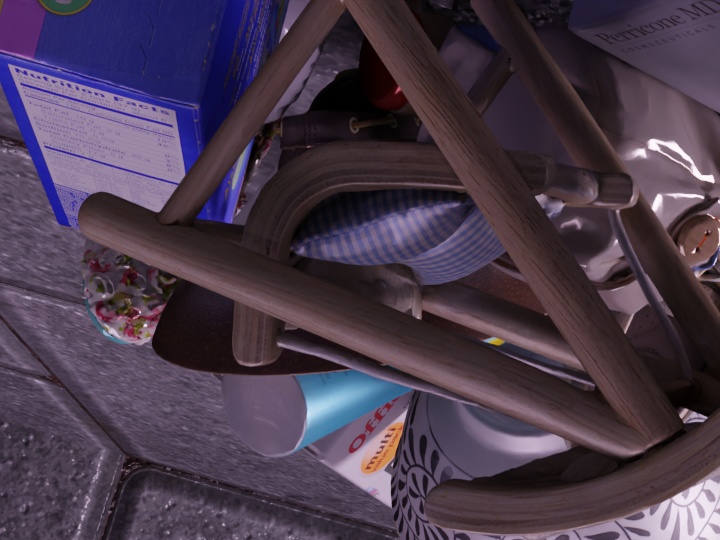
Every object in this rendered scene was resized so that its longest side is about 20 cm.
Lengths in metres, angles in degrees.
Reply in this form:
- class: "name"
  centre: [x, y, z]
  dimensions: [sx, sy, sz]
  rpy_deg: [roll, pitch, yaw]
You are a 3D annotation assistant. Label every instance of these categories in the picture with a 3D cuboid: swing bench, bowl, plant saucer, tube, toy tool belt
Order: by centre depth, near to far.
- class: "swing bench"
  centre: [0.054, 0.000, 0.618]
  dimensions: [0.200, 0.130, 0.199]
  rpy_deg: [40, -169, 16]
- class: "toy tool belt"
  centre: [0.093, -0.058, 0.817]
  dimensions: [0.122, 0.126, 0.200]
  rpy_deg: [7, -162, -30]
- class: "plant saucer"
  centre: [0.000, 0.000, 0.884]
  dimensions: [0.198, 0.037, 0.201]
  rpy_deg: [-8, -166, 2]
- class: "tube"
  centre: [0.016, 0.033, 0.931]
  dimensions: [0.077, 0.051, 0.199]
  rpy_deg: [27, -150, 30]
- class: "bowl"
  centre: [0.102, 0.077, 1.006]
  dimensions: [0.199, 0.202, 0.095]
  rpy_deg: [9, 145, 25]

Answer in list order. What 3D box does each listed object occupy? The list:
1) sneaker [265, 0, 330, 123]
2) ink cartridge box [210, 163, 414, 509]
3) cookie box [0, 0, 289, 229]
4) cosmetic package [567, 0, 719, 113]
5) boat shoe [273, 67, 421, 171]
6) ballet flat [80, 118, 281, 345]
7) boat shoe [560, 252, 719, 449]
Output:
- class: "sneaker"
  centre: [-0.081, -0.118, 0.897]
  dimensions: [0.099, 0.079, 0.200]
  rpy_deg: [26, 162, -25]
- class: "ink cartridge box"
  centre: [0.004, 0.042, 1.171]
  dimensions: [0.144, 0.148, 0.200]
  rpy_deg: [36, 177, 27]
- class: "cookie box"
  centre: [-0.068, -0.113, 0.706]
  dimensions: [0.075, 0.173, 0.200]
  rpy_deg: [13, 165, 1]
- class: "cosmetic package"
  centre: [0.188, -0.087, 0.714]
  dimensions: [0.199, 0.072, 0.101]
  rpy_deg: [24, 164, -25]
- class: "boat shoe"
  centre: [0.005, -0.065, 0.931]
  dimensions: [0.071, 0.060, 0.200]
  rpy_deg: [0, -164, 16]
- class: "ballet flat"
  centre: [-0.087, -0.047, 0.983]
  dimensions: [0.076, 0.201, 0.064]
  rpy_deg: [40, 129, -20]
- class: "boat shoe"
  centre: [0.153, 0.008, 0.868]
  dimensions: [0.072, 0.201, 0.065]
  rpy_deg: [30, -165, -7]
